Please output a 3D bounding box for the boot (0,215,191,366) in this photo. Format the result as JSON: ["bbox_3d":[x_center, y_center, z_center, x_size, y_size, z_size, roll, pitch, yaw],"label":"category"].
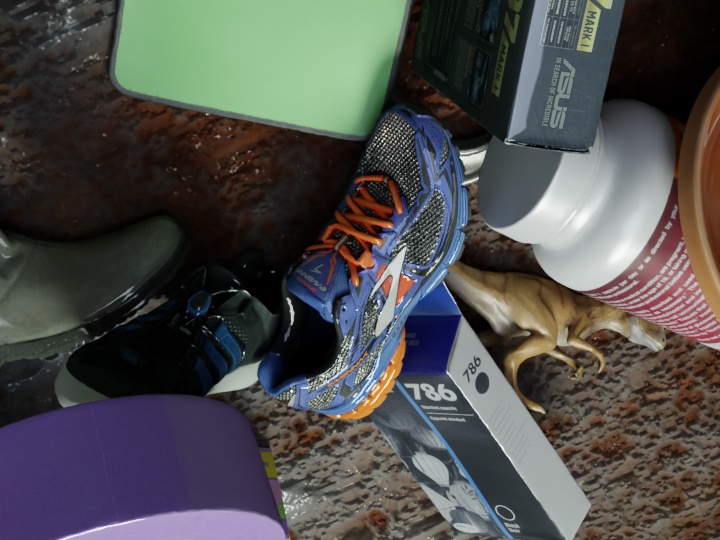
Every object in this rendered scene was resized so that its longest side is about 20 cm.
[{"bbox_3d":[-0.207,-0.013,0.916,0.199,0.068,0.131,-26,113,3],"label":"boot"}]

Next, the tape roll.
[{"bbox_3d":[-0.142,0.139,0.834,0.199,0.066,0.200,-16,154,-8],"label":"tape roll"}]

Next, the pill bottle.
[{"bbox_3d":[0.172,-0.029,0.931,0.199,0.113,0.113,21,113,-25],"label":"pill bottle"}]

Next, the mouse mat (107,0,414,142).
[{"bbox_3d":[-0.046,-0.172,0.874,0.160,0.008,0.201,11,117,-5],"label":"mouse mat"}]

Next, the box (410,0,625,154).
[{"bbox_3d":[0.085,-0.175,0.801,0.051,0.158,0.201,5,108,-17],"label":"box"}]

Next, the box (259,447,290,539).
[{"bbox_3d":[-0.150,0.215,1.024,0.175,0.097,0.201,6,117,-14],"label":"box"}]

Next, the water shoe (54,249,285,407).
[{"bbox_3d":[-0.100,0.033,0.899,0.071,0.200,0.079,28,109,13],"label":"water shoe"}]

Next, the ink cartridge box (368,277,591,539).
[{"bbox_3d":[0.054,0.089,0.996,0.039,0.099,0.200,-53,122,-32],"label":"ink cartridge box"}]

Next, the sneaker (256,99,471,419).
[{"bbox_3d":[0.000,0.000,0.914,0.078,0.075,0.201,-3,118,-46],"label":"sneaker"}]

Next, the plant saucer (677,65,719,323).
[{"bbox_3d":[0.252,-0.032,0.894,0.199,0.032,0.202,6,78,-28],"label":"plant saucer"}]

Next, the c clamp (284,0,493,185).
[{"bbox_3d":[0.052,-0.144,0.906,0.170,0.027,0.200,-32,118,8],"label":"c clamp"}]

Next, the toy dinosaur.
[{"bbox_3d":[0.092,0.024,0.998,0.199,0.060,0.107,19,91,-25],"label":"toy dinosaur"}]
